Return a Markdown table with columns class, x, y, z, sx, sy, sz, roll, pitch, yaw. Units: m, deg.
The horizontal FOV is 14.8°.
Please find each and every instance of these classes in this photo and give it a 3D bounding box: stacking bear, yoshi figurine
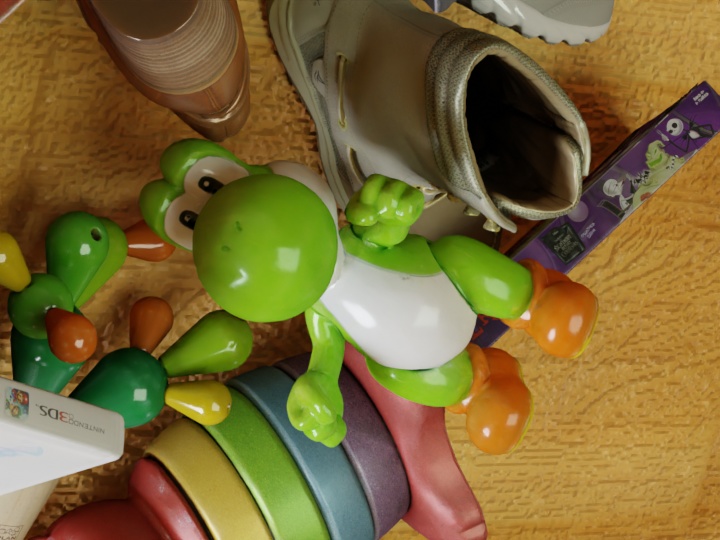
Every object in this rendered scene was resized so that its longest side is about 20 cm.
| class | x | y | z | sx | sy | sz | roll | pitch | yaw |
| --- | --- | --- | --- | --- | --- | --- | --- | --- | --- |
| stacking bear | -0.061 | 0.113 | 1.295 | 0.200 | 0.114 | 0.122 | -29 | 119 | -17 |
| yoshi figurine | 0.000 | 0.010 | 1.185 | 0.200 | 0.112 | 0.113 | 25 | 64 | -19 |

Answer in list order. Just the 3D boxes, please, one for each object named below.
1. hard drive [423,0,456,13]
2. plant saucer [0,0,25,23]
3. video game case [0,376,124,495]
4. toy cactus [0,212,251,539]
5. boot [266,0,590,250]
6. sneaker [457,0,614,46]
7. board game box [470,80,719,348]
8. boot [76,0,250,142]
| class | x | y | z | sx | sy | sz | roll | pitch | yaw |
| --- | --- | --- | --- | --- | --- | --- | --- | --- | --- |
| hard drive | 0.015 | -0.211 | 1.142 | 0.140 | 0.200 | 0.038 | -40 | 156 | -18 |
| plant saucer | -0.203 | -0.059 | 1.061 | 0.200 | 0.200 | 0.037 | -45 | 100 | -13 |
| video game case | -0.225 | 0.066 | 1.095 | 0.182 | 0.200 | 0.024 | 21 | 60 | -43 |
| toy cactus | -0.134 | 0.054 | 1.219 | 0.200 | 0.102 | 0.165 | -4 | 123 | -47 |
| boot | 0.047 | -0.049 | 1.270 | 0.072 | 0.155 | 0.200 | -42 | 131 | -16 |
| sneaker | 0.055 | -0.164 | 1.275 | 0.200 | 0.075 | 0.082 | 22 | 98 | -43 |
| board game box | 0.091 | -0.009 | 1.361 | 0.200 | 0.032 | 0.120 | -42 | 176 | -16 |
| boot | -0.105 | -0.149 | 1.144 | 0.073 | 0.201 | 0.155 | -22 | 165 | 2 |
